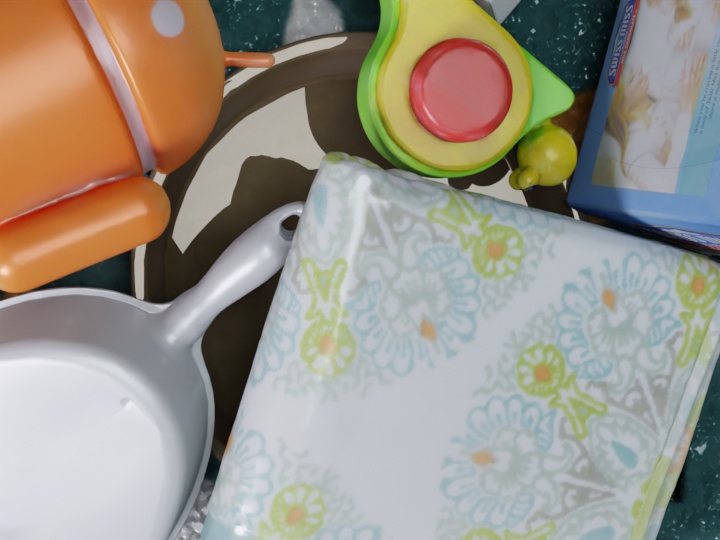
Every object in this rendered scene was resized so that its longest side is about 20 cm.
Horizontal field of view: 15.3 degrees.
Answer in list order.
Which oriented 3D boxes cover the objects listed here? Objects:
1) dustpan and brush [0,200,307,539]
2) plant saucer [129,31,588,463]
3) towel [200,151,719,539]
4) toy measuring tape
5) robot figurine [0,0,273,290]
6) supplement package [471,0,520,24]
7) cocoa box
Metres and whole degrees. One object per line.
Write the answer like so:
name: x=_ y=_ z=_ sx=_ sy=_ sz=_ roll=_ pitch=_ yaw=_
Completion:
dustpan and brush: x=-0.093 y=0.044 z=1.079 sx=0.200 sy=0.057 sz=0.140 roll=-39 pitch=106 yaw=20
plant saucer: x=0.000 y=0.000 z=1.130 sx=0.199 sy=0.029 sz=0.201 roll=0 pitch=92 yaw=-13
towel: x=0.048 y=0.055 z=1.095 sx=0.199 sy=0.048 sz=0.172 roll=14 pitch=97 yaw=-24
toy measuring tape: x=0.005 y=-0.095 z=1.081 sx=0.200 sy=0.074 sz=0.074 roll=39 pitch=83 yaw=-10
robot figurine: x=-0.140 y=-0.071 z=1.045 sx=0.199 sy=0.144 sz=0.117 roll=-27 pitch=117 yaw=-9
supplement package: x=0.065 y=-0.223 z=1.076 sx=0.117 sy=0.117 sz=0.200 roll=37 pitch=82 yaw=18
cocoa box: x=0.192 y=-0.100 z=1.106 sx=0.131 sy=0.133 sz=0.201 roll=17 pitch=88 yaw=-26
